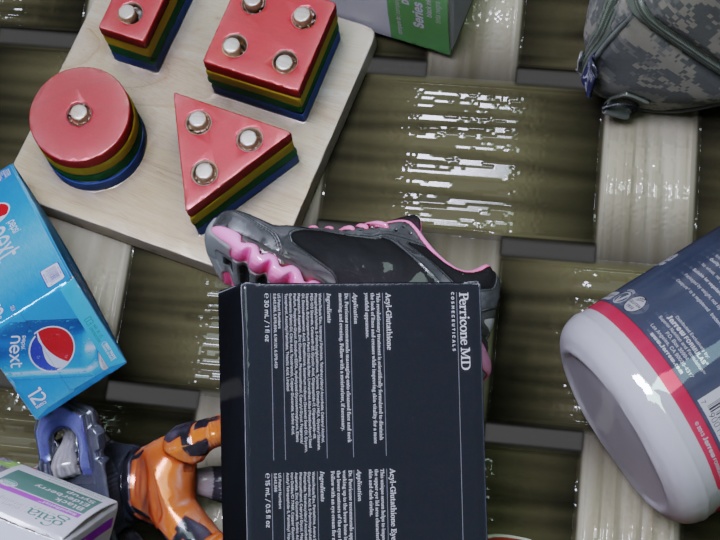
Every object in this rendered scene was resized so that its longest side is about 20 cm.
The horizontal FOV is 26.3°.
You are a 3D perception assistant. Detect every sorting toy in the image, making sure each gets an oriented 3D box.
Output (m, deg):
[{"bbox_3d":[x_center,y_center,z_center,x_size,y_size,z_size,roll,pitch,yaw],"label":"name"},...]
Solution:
[{"bbox_3d":[-0.118,-0.115,1.036,0.199,0.070,0.200,19,73,11],"label":"sorting toy"}]

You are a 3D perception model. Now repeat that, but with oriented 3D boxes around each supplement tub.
[{"bbox_3d":[0.232,0.043,0.908,0.199,0.140,0.141,-31,70,-6],"label":"supplement tub"}]

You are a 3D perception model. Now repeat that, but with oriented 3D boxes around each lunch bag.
[{"bbox_3d":[0.225,-0.206,0.992,0.139,0.168,0.201,23,70,-20],"label":"lunch bag"}]

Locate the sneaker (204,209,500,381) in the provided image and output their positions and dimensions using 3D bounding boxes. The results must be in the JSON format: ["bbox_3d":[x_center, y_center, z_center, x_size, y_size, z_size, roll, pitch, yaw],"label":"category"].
[{"bbox_3d":[0.000,0.000,0.979,0.199,0.079,0.096,24,66,-3],"label":"sneaker"}]

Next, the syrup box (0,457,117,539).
[{"bbox_3d":[-0.210,0.217,0.875,0.078,0.081,0.201,19,100,11],"label":"syrup box"}]

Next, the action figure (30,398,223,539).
[{"bbox_3d":[-0.129,0.161,0.944,0.192,0.105,0.201,1,97,13],"label":"action figure"}]

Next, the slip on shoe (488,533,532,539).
[{"bbox_3d":[0.139,0.216,0.897,0.200,0.061,0.074,32,78,17],"label":"slip on shoe"}]

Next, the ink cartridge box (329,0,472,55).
[{"bbox_3d":[-0.006,-0.255,1.068,0.199,0.084,0.147,18,72,11],"label":"ink cartridge box"}]

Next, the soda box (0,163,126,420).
[{"bbox_3d":[-0.206,0.007,0.943,0.064,0.068,0.200,-32,31,-6],"label":"soda box"}]

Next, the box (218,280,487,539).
[{"bbox_3d":[-0.005,0.108,0.871,0.140,0.079,0.201,0,86,-15],"label":"box"}]
